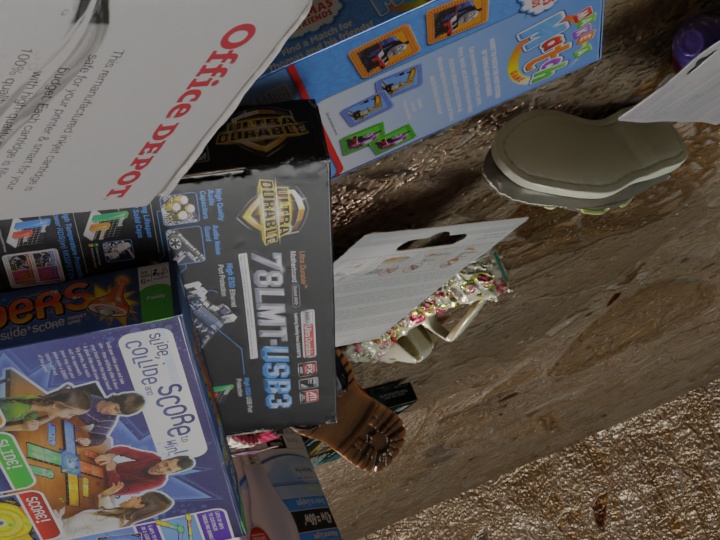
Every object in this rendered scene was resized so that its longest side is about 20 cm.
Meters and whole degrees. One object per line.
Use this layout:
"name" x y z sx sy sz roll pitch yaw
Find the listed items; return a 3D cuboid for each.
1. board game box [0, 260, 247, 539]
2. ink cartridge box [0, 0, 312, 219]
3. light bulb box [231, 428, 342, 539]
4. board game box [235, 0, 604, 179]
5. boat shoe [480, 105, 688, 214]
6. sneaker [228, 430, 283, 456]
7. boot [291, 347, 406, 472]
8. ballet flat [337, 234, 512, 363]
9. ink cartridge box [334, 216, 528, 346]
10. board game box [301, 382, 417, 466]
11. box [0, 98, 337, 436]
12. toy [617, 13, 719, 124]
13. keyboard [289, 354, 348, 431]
"board game box" -0.137 0.083 0.624 0.135 0.034 0.200 -10 140 -4
"ink cartridge box" -0.138 -0.080 0.412 0.200 0.084 0.145 -8 158 -39
"light bulb box" -0.126 0.256 1.252 0.125 0.200 0.198 -30 163 20
"board game box" 0.025 -0.108 0.631 0.200 0.037 0.151 -23 163 2
"boat shoe" 0.148 -0.069 0.859 0.202 0.072 0.060 -12 155 -45
"sneaker" -0.124 0.128 1.076 0.075 0.081 0.200 -23 164 5
"boot" -0.049 0.101 1.102 0.075 0.107 0.200 -49 137 -9
"ballet flat" 0.049 0.040 1.051 0.200 0.064 0.076 -39 179 42
"ink cartridge box" 0.000 0.000 0.916 0.162 0.057 0.200 -8 152 -41
"board game box" -0.038 0.191 1.471 0.135 0.028 0.200 -11 160 -36
"box" -0.112 0.015 0.616 0.198 0.050 0.200 -9 139 -7
"toy" 0.236 -0.141 0.803 0.115 0.047 0.200 -38 162 29
"keyboard" -0.106 0.079 0.916 0.200 0.104 0.040 -14 -150 20
